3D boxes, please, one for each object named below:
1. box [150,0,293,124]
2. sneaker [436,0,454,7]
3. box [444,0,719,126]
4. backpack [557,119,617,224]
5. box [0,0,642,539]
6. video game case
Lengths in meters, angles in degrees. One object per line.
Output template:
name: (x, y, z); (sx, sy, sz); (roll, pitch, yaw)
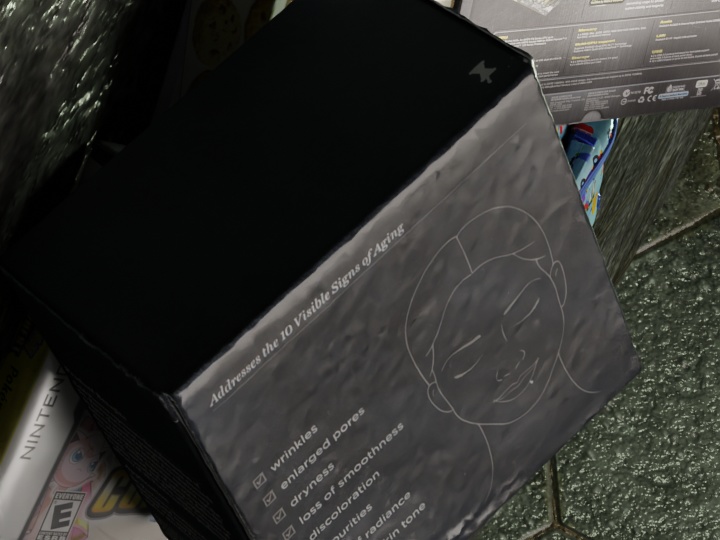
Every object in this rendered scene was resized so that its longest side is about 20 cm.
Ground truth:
box: (-0.041, -0.137, 1.111); (0.039, 0.041, 0.200); (-49, 164, -53)
sneaker: (-0.027, -0.072, 1.316); (0.090, 0.067, 0.201); (-27, 150, -50)
box: (0.122, -0.152, 1.358); (0.199, 0.048, 0.159); (-9, 128, -28)
backpack: (0.073, -0.065, 1.630); (0.183, 0.134, 0.200); (-58, 166, -31)
box: (-0.009, 0.019, 1.103); (0.200, 0.124, 0.197); (-42, 140, -16)
video game case: (-0.071, 0.043, 1.176); (0.200, 0.025, 0.181); (10, 109, -47)
